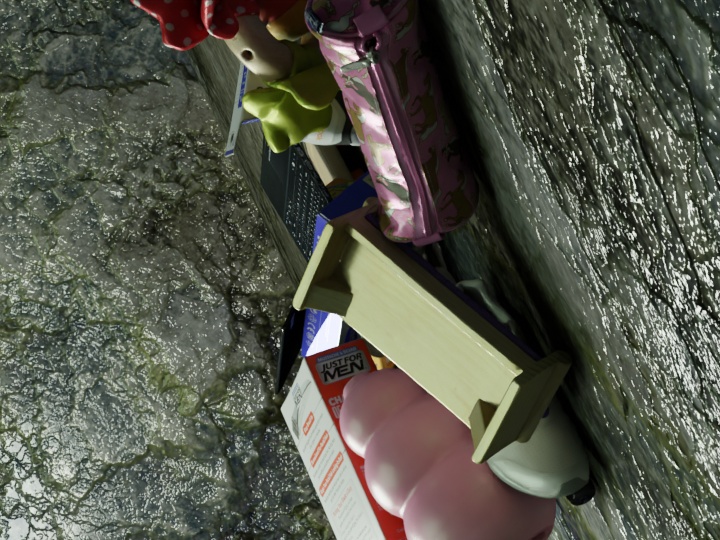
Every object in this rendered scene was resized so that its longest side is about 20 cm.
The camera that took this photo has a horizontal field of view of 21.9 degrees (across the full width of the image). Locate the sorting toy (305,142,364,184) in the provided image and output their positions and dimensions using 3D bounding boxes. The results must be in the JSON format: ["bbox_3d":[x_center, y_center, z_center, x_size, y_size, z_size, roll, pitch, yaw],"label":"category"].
[{"bbox_3d":[-0.016,-0.095,1.946,0.186,0.036,0.200,62,178,24],"label":"sorting toy"}]

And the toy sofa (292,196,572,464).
[{"bbox_3d":[0.057,0.037,1.346,0.200,0.097,0.083,40,128,22],"label":"toy sofa"}]

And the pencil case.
[{"bbox_3d":[0.025,-0.112,1.279,0.082,0.087,0.201,19,144,37],"label":"pencil case"}]

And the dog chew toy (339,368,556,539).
[{"bbox_3d":[0.061,0.157,1.482,0.200,0.124,0.125,45,167,21],"label":"dog chew toy"}]

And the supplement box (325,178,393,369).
[{"bbox_3d":[0.001,0.014,1.813,0.066,0.069,0.201,6,117,34],"label":"supplement box"}]

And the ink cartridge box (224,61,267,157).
[{"bbox_3d":[-0.079,-0.192,1.565,0.099,0.039,0.202,-159,78,-81],"label":"ink cartridge box"}]

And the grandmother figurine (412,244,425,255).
[{"bbox_3d":[0.049,0.029,1.745,0.122,0.060,0.201,-119,6,-48],"label":"grandmother figurine"}]

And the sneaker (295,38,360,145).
[{"bbox_3d":[-0.034,-0.162,1.631,0.201,0.079,0.074,-95,17,-56],"label":"sneaker"}]

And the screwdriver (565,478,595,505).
[{"bbox_3d":[0.134,0.105,1.487,0.029,0.028,0.201,27,-152,-48],"label":"screwdriver"}]

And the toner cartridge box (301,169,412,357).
[{"bbox_3d":[0.000,0.000,1.614,0.043,0.095,0.201,37,147,21],"label":"toner cartridge box"}]

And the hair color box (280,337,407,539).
[{"bbox_3d":[0.005,0.174,1.587,0.201,0.064,0.111,64,156,20],"label":"hair color box"}]

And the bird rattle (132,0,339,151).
[{"bbox_3d":[-0.080,-0.197,1.445,0.200,0.112,0.164,39,-139,-17],"label":"bird rattle"}]

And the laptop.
[{"bbox_3d":[-0.079,-0.019,1.696,0.201,0.103,0.177,58,164,17],"label":"laptop"}]

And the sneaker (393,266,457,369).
[{"bbox_3d":[0.076,0.103,1.631,0.201,0.084,0.073,63,154,10],"label":"sneaker"}]

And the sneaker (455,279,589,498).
[{"bbox_3d":[0.111,0.089,1.418,0.081,0.070,0.201,83,160,-47],"label":"sneaker"}]

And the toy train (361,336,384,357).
[{"bbox_3d":[0.069,0.127,1.561,0.056,0.150,0.201,-27,-86,-60],"label":"toy train"}]
